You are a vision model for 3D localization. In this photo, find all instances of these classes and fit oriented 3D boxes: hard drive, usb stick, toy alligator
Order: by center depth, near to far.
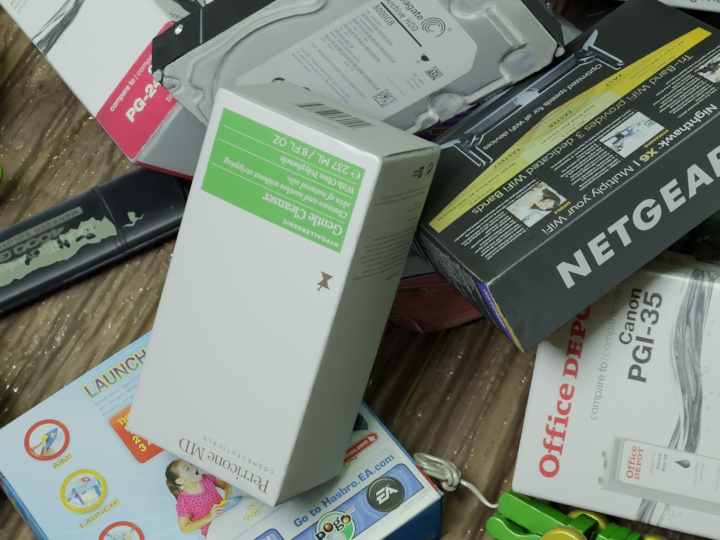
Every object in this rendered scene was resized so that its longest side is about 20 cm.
[{"bbox_3d":[-0.001,-0.127,1.058,0.199,0.140,0.038,-27,45,23],"label":"hard drive"},{"bbox_3d":[0.112,0.164,1.060,0.198,0.059,0.055,20,103,21],"label":"toy alligator"},{"bbox_3d":[-0.200,-0.013,1.197,0.199,0.033,0.056,-26,67,-13],"label":"usb stick"}]

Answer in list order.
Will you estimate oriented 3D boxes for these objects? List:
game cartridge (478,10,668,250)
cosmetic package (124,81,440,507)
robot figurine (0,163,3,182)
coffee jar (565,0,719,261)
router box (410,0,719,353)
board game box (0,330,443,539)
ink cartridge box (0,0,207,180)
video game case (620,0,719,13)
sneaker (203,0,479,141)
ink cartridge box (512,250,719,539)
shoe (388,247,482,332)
[{"bbox_3d":[0.122,-0.069,1.161,0.040,0.134,0.201,-3,51,-39],"label":"game cartridge"},{"bbox_3d":[-0.042,0.011,1.007,0.107,0.202,0.085,23,16,21],"label":"cosmetic package"},{"bbox_3d":[-0.319,-0.093,1.196,0.175,0.115,0.201,42,51,-18],"label":"robot figurine"},{"bbox_3d":[0.193,-0.084,1.187,0.103,0.086,0.201,-18,58,-19],"label":"coffee jar"},{"bbox_3d":[0.124,-0.060,1.022,0.199,0.052,0.157,-36,31,-5],"label":"router box"},{"bbox_3d":[-0.087,0.128,1.087,0.199,0.056,0.196,-33,61,-17],"label":"board game box"},{"bbox_3d":[-0.134,-0.150,1.205,0.084,0.145,0.200,-50,62,17],"label":"ink cartridge box"},{"bbox_3d":[0.188,-0.194,1.219,0.180,0.022,0.200,8,15,8],"label":"video game case"},{"bbox_3d":[-0.009,-0.137,1.151,0.084,0.199,0.081,-54,31,17],"label":"sneaker"},{"bbox_3d":[0.195,0.072,1.052,0.198,0.083,0.148,11,99,10],"label":"ink cartridge box"},{"bbox_3d":[0.000,0.000,1.135,0.198,0.091,0.072,-7,55,-9],"label":"shoe"}]
